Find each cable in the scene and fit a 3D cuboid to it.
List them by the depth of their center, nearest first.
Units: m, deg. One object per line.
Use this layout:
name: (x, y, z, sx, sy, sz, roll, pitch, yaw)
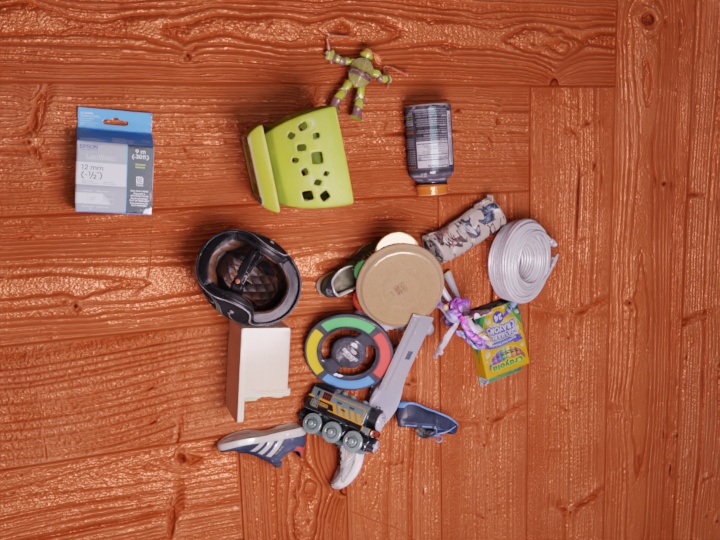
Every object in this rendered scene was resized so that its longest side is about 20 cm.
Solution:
cable: (0.379, -0.024, 1.728, 0.200, 0.069, 0.200, 46, 65, -39)

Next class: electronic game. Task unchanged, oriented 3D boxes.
electronic game: (-0.026, 0.181, 1.616, 0.199, 0.042, 0.201, 2, 117, 5)

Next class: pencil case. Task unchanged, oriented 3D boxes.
pencil case: (0.238, -0.093, 1.697, 0.200, 0.078, 0.090, -31, 108, -14)

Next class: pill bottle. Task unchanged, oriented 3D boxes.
pill bottle: (0.153, -0.267, 1.625, 0.106, 0.106, 0.201, -8, 101, -19)

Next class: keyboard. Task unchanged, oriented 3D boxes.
keyboard: (0.100, 0.185, 1.608, 0.056, 0.011, 0.201, 9, 114, -36)

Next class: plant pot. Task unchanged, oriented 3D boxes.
plant pot: (-0.135, -0.219, 1.480, 0.181, 0.200, 0.200, -13, 103, -12)

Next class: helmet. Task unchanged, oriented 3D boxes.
helmet: (-0.224, 0.017, 1.479, 0.200, 0.200, 0.191, -53, 155, -6)

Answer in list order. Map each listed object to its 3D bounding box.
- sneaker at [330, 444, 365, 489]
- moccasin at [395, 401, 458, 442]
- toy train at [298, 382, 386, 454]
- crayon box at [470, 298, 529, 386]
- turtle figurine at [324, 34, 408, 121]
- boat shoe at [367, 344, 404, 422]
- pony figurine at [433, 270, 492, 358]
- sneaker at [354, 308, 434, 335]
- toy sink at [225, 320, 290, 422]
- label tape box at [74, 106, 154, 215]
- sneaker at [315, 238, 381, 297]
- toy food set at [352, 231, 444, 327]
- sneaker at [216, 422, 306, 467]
sneaker: (-0.031, 0.402, 1.677, 0.082, 0.078, 0.201, 22, 80, -18)
moccasin: (0.149, 0.363, 1.720, 0.200, 0.080, 0.068, 26, 67, -33)
toy train: (-0.040, 0.326, 1.606, 0.114, 0.199, 0.085, -68, 154, -9)
crayon box: (0.338, 0.179, 1.790, 0.125, 0.052, 0.201, -18, 104, -17)
turtle figurine: (0.003, -0.408, 1.570, 0.199, 0.064, 0.162, 20, 91, -22)
boat shoe: (0.055, 0.261, 1.677, 0.070, 0.066, 0.201, 27, 76, -28)
pony figurine: (0.218, 0.099, 1.649, 0.166, 0.193, 0.200, -39, 77, 20)
sneaker: (0.066, 0.121, 1.669, 0.200, 0.075, 0.115, 33, 87, -17)
toy sink: (-0.215, 0.206, 1.544, 0.112, 0.130, 0.201, 1, 96, -21)
label tape box: (-0.477, -0.211, 1.418, 0.143, 0.066, 0.201, 1, 99, -21)
sneaker: (0.000, 0.000, 1.614, 0.200, 0.090, 0.067, -34, 107, -13)
toy food set: (0.080, 0.030, 1.570, 0.200, 0.049, 0.198, 39, 101, -20)
sneaker: (-0.213, 0.394, 1.600, 0.199, 0.075, 0.085, -4, 95, -20)
